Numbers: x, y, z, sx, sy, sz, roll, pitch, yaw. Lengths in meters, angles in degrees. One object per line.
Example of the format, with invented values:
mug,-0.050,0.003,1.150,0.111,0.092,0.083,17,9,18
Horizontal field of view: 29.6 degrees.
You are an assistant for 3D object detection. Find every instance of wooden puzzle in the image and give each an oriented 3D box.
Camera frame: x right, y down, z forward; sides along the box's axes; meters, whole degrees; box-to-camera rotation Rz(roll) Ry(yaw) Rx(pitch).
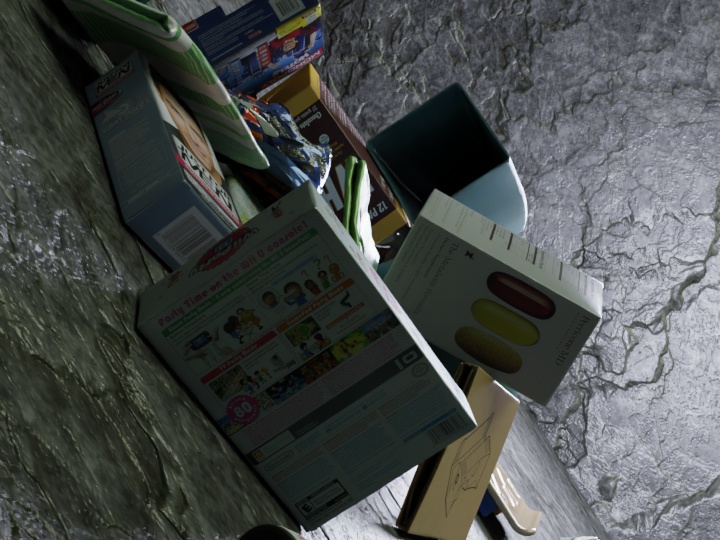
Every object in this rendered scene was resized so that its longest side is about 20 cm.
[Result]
wooden puzzle,0.155,0.260,1.774,0.200,0.046,0.185,53,6,8

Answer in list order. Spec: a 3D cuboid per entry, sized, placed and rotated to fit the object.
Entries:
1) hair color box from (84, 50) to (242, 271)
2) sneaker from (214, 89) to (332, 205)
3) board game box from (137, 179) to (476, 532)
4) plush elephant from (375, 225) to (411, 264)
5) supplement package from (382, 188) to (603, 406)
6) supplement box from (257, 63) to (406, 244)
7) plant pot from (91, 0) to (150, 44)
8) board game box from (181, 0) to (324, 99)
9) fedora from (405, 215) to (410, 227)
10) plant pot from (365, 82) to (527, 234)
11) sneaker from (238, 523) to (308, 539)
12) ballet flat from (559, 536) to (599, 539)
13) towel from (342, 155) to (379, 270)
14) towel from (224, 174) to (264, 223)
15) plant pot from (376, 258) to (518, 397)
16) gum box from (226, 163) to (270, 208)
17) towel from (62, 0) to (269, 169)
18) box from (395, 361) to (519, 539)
hair color box,-0.159,-0.084,1.119,0.099,0.060,0.200,50,9,-42
sneaker,-0.111,-0.140,1.334,0.200,0.079,0.075,40,-27,-11
board game box,-0.036,0.062,0.945,0.200,0.147,0.064,54,8,-21
plush elephant,0.066,0.042,1.796,0.199,0.164,0.156,16,68,-27
supplement package,0.127,0.024,1.350,0.199,0.114,0.110,29,20,2
supplement box,-0.058,-0.123,1.675,0.200,0.132,0.197,54,7,-14
plant pot,-0.247,-0.350,1.268,0.196,0.200,0.200,45,10,-18
board game box,-0.141,-0.242,1.574,0.062,0.199,0.200,58,-7,10
fedora,-0.022,-0.091,1.863,0.200,0.082,0.201,40,-16,14
plant pot,0.128,-0.105,1.734,0.142,0.141,0.200,61,7,33
sneaker,0.006,0.236,0.747,0.121,0.084,0.200,31,23,-51
ballet flat,0.337,0.437,2.073,0.069,0.071,0.200,56,7,6
towel,0.000,0.000,1.337,0.200,0.030,0.150,86,5,-64
towel,-0.083,0.008,1.283,0.171,0.048,0.200,51,8,-22
plant pot,0.088,0.092,1.498,0.201,0.200,0.162,44,31,-58
gum box,-0.078,-0.069,1.460,0.170,0.045,0.200,50,-2,7
towel,-0.174,-0.172,1.208,0.152,0.023,0.200,26,-20,31
box,0.099,0.184,1.330,0.021,0.164,0.200,20,-7,21
